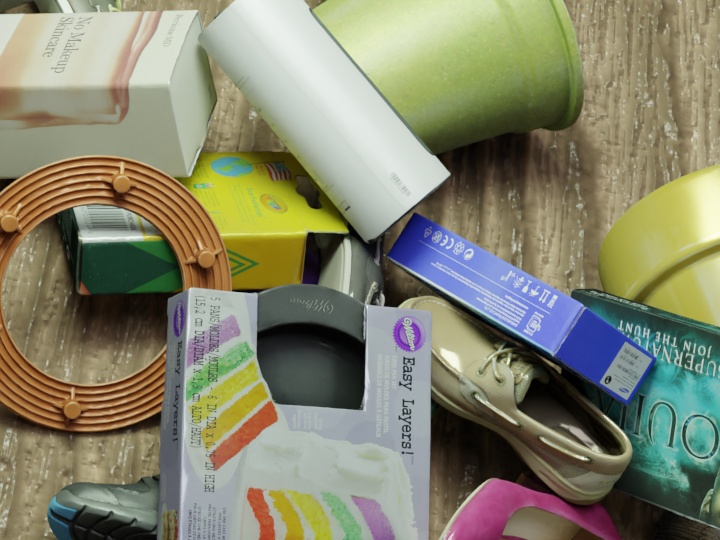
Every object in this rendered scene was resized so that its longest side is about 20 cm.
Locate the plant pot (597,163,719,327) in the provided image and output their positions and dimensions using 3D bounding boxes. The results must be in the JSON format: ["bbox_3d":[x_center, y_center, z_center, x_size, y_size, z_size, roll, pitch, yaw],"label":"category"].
[{"bbox_3d":[0.292,0.049,1.723,0.200,0.201,0.189,-1,57,-16],"label":"plant pot"}]

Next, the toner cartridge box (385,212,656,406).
[{"bbox_3d":[0.114,0.026,1.682,0.200,0.095,0.043,31,87,49],"label":"toner cartridge box"}]

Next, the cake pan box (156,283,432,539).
[{"bbox_3d":[-0.042,0.111,1.584,0.184,0.052,0.201,8,77,-23],"label":"cake pan box"}]

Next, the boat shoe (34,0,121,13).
[{"bbox_3d":[-0.221,-0.212,1.831,0.060,0.072,0.202,-20,61,-20],"label":"boat shoe"}]

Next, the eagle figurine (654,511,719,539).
[{"bbox_3d":[0.280,0.228,1.658,0.151,0.151,0.200,13,66,5],"label":"eagle figurine"}]

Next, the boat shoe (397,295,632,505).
[{"bbox_3d":[0.108,0.080,1.651,0.200,0.065,0.072,42,54,11],"label":"boat shoe"}]

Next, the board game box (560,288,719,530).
[{"bbox_3d":[0.216,0.099,1.655,0.028,0.136,0.200,0,11,-38],"label":"board game box"}]

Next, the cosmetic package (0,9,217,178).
[{"bbox_3d":[-0.217,-0.129,1.716,0.199,0.087,0.103,0,38,11],"label":"cosmetic package"}]

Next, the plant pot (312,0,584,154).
[{"bbox_3d":[0.044,-0.165,1.817,0.184,0.200,0.201,-26,68,-17],"label":"plant pot"}]

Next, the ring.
[{"bbox_3d":[-0.187,0.019,1.642,0.200,0.019,0.201,-3,102,-16],"label":"ring"}]

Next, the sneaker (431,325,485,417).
[{"bbox_3d":[0.029,0.105,1.686,0.200,0.074,0.088,-21,58,-28],"label":"sneaker"}]

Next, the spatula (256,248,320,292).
[{"bbox_3d":[-0.054,0.059,1.731,0.056,0.021,0.200,7,59,-17],"label":"spatula"}]

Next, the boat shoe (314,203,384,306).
[{"bbox_3d":[0.000,0.000,1.735,0.057,0.067,0.200,20,33,-15],"label":"boat shoe"}]

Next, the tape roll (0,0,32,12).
[{"bbox_3d":[-0.313,-0.289,1.776,0.071,0.203,0.203,-24,67,-28],"label":"tape roll"}]

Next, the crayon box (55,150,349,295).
[{"bbox_3d":[-0.120,-0.037,1.728,0.199,0.051,0.127,-2,32,-15],"label":"crayon box"}]

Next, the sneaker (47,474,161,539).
[{"bbox_3d":[-0.120,0.169,1.619,0.200,0.073,0.082,12,52,-20],"label":"sneaker"}]

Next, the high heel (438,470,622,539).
[{"bbox_3d":[0.120,0.194,1.626,0.096,0.067,0.200,36,15,18],"label":"high heel"}]

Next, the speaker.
[{"bbox_3d":[-0.028,-0.119,1.696,0.200,0.081,0.081,50,58,0],"label":"speaker"}]
